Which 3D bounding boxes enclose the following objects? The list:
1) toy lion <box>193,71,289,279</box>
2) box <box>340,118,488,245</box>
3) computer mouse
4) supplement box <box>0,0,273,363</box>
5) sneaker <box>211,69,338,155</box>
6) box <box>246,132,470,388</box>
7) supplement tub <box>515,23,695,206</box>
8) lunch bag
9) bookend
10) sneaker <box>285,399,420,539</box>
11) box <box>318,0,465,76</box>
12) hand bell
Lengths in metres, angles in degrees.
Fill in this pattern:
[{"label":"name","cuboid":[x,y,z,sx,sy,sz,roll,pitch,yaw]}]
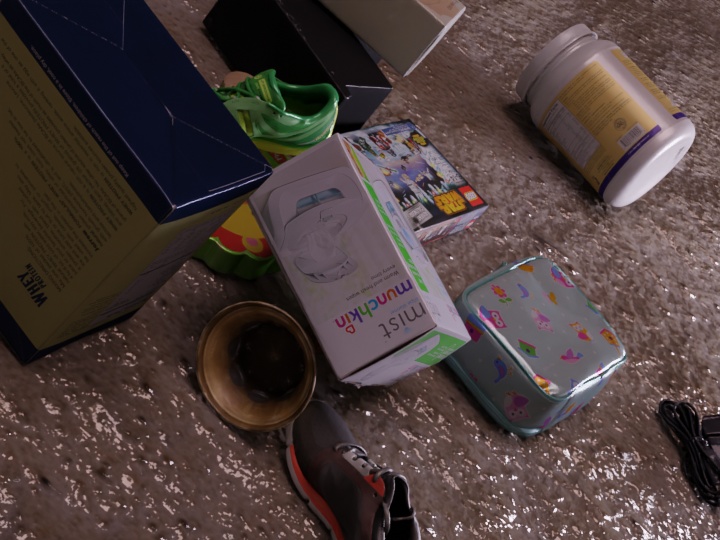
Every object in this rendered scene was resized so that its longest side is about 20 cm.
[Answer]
[{"label":"toy lion","cuboid":[-0.122,-0.083,1.444,0.191,0.069,0.200,-21,64,-47]},{"label":"box","cuboid":[0.035,-0.088,1.629,0.137,0.040,0.200,49,32,13]},{"label":"computer mouse","cuboid":[0.419,0.196,1.663,0.199,0.053,0.139,16,37,-34]},{"label":"supplement box","cuboid":[-0.215,-0.078,1.172,0.200,0.200,0.134,52,32,8]},{"label":"sneaker","cuboid":[-0.109,-0.149,1.411,0.199,0.084,0.074,-6,56,-32]},{"label":"box","cuboid":[0.000,0.000,1.299,0.177,0.096,0.200,62,7,11]},{"label":"supplement tub","cuboid":[0.305,-0.196,1.955,0.200,0.146,0.145,49,32,16]},{"label":"lunch bag","cuboid":[0.164,0.069,1.530,0.160,0.077,0.200,47,31,14]},{"label":"bookend","cuboid":[-0.033,-0.225,1.682,0.199,0.092,0.199,-6,55,-52]},{"label":"sneaker","cuboid":[0.008,0.173,1.222,0.077,0.082,0.201,7,44,-42]},{"label":"box","cuboid":[0.007,-0.310,1.666,0.200,0.078,0.095,41,29,-3]},{"label":"hand bell","cuboid":[-0.052,0.064,1.321,0.104,0.104,0.200,44,18,8]}]
